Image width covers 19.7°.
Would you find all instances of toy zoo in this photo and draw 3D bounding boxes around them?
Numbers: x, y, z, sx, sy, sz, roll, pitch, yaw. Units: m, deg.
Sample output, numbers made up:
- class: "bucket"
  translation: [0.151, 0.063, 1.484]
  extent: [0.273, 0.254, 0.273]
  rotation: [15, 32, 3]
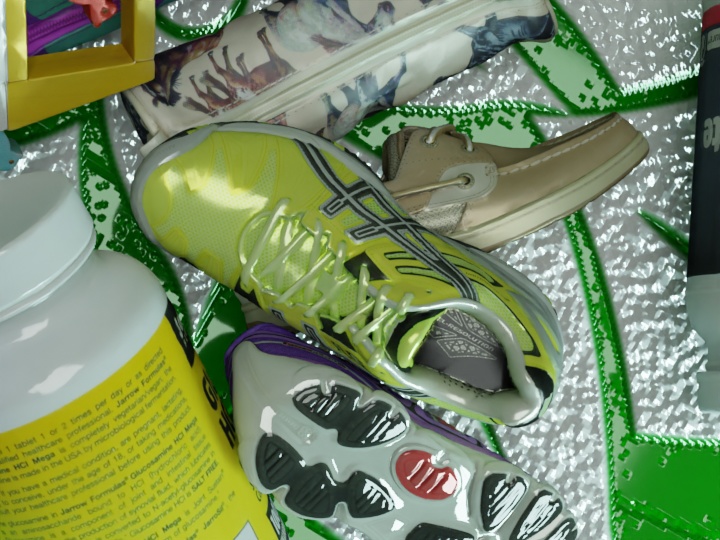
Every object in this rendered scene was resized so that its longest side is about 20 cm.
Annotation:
- class: "toy zoo"
  translation: [-0.143, -0.129, 0.811]
  extent: [0.130, 0.020, 0.202]
  rotation: [-12, 128, -21]

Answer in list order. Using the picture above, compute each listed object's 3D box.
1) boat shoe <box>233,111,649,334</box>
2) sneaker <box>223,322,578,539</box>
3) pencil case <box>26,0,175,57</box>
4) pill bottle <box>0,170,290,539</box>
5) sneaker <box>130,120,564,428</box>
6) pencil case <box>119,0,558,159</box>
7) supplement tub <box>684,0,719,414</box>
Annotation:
- class: "boat shoe"
  translation: [0.032, -0.034, 0.925]
  extent: [0.198, 0.072, 0.065]
  rotation: [-23, 92, -4]
- class: "sneaker"
  translation: [0.019, 0.082, 0.897]
  extent: [0.081, 0.084, 0.200]
  rotation: [-42, 124, 9]
- class: "pencil case"
  translation: [-0.115, -0.138, 0.896]
  extent: [0.199, 0.085, 0.093]
  rotation: [-25, 60, -9]
- class: "pill bottle"
  translation: [-0.112, 0.066, 0.843]
  extent: [0.112, 0.112, 0.201]
  rotation: [-29, 114, -10]
- class: "sneaker"
  translation: [0.000, 0.000, 0.849]
  extent: [0.199, 0.076, 0.076]
  rotation: [24, 104, -10]
- class: "pencil case"
  translation: [-0.010, -0.094, 0.910]
  extent: [0.199, 0.089, 0.078]
  rotation: [-29, 94, -9]
- class: "supplement tub"
  translation: [0.216, -0.034, 0.918]
  extent: [0.139, 0.140, 0.202]
  rotation: [4, 86, -9]
